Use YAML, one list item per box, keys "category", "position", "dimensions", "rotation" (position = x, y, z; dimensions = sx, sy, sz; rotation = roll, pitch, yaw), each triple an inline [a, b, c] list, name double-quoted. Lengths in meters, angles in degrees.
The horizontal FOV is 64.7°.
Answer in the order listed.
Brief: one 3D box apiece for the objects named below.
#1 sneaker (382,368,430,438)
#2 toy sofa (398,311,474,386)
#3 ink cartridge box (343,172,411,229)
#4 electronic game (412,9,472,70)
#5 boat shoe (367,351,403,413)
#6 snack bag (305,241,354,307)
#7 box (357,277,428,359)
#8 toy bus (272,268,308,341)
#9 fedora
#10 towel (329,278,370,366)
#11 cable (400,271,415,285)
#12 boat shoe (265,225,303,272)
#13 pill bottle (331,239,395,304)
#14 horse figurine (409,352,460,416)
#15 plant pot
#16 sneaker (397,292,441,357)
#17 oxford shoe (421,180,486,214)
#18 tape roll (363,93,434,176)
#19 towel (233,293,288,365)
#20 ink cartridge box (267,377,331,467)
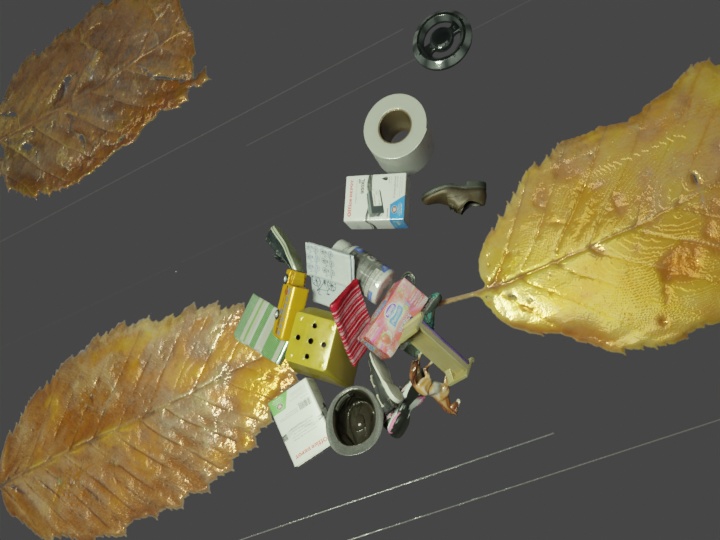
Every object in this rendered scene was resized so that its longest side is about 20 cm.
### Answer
- category: "sneaker"
  position: [0.115, 0.356, 1.594]
  dimensions: [0.085, 0.080, 0.203]
  rotation: [20, 70, 49]
- category: "toy sofa"
  position: [0.203, 0.197, 1.495]
  dimensions: [0.199, 0.099, 0.083]
  rotation: [41, 136, -8]
- category: "ink cartridge box"
  position: [0.052, -0.210, 1.737]
  dimensions: [0.192, 0.084, 0.151]
  rotation: [0, 77, 19]
- category: "electronic game"
  position: [0.259, -0.733, 1.809]
  dimensions: [0.192, 0.041, 0.208]
  rotation: [-4, 77, 19]
- category: "boat shoe"
  position: [0.057, 0.313, 1.597]
  dimensions: [0.061, 0.073, 0.202]
  rotation: [-50, 40, 15]
- category: "snack bag"
  position: [-0.090, 0.029, 1.689]
  dimensions: [0.184, 0.021, 0.207]
  rotation: [18, 121, 35]
- category: "box"
  position: [0.090, 0.135, 1.583]
  dimensions: [0.094, 0.102, 0.203]
  rotation: [37, 73, -6]
- category: "toy bus"
  position: [-0.208, 0.105, 1.718]
  dimensions: [0.077, 0.063, 0.208]
  rotation: [16, 92, 57]
- category: "fedora"
  position: [-0.008, 0.432, 1.598]
  dimensions: [0.171, 0.091, 0.205]
  rotation: [-22, 51, 8]
- category: "towel"
  position: [-0.016, 0.144, 1.604]
  dimensions: [0.022, 0.145, 0.206]
  rotation: [-3, 118, 36]
- category: "cable"
  position: [0.122, 0.107, 1.661]
  dimensions: [0.095, 0.050, 0.205]
  rotation: [26, 86, 16]
- category: "boat shoe"
  position: [-0.242, -0.053, 1.810]
  dimensions: [0.062, 0.074, 0.202]
  rotation: [-41, 66, 13]
- category: "pill bottle"
  position: [0.000, 0.000, 1.691]
  dimensions: [0.197, 0.114, 0.116]
  rotation: [34, 89, 21]
- category: "horse figurine"
  position: [0.201, 0.302, 1.550]
  dimensions: [0.050, 0.195, 0.137]
  rotation: [5, 74, 65]
- category: "plant pot"
  position: [-0.113, 0.214, 1.648]
  dimensions: [0.193, 0.176, 0.207]
  rotation: [12, 81, 21]
- category: "sneaker"
  position: [0.182, 0.159, 1.626]
  dimensions: [0.090, 0.077, 0.203]
  rotation: [37, 79, -9]
- category: "oxford shoe"
  position: [0.273, -0.207, 1.670]
  dimensions: [0.192, 0.072, 0.088]
  rotation: [-4, 78, 18]
- category: "tape roll"
  position: [0.119, -0.408, 1.730]
  dimensions: [0.195, 0.139, 0.211]
  rotation: [-4, 76, 16]
- category: "towel"
  position: [-0.298, 0.187, 1.800]
  dimensions: [0.196, 0.023, 0.156]
  rotation: [26, 87, 23]
- category: "ink cartridge box"
  position: [-0.161, 0.442, 1.661]
  dimensions: [0.143, 0.084, 0.204]
  rotation: [-32, 71, 9]
